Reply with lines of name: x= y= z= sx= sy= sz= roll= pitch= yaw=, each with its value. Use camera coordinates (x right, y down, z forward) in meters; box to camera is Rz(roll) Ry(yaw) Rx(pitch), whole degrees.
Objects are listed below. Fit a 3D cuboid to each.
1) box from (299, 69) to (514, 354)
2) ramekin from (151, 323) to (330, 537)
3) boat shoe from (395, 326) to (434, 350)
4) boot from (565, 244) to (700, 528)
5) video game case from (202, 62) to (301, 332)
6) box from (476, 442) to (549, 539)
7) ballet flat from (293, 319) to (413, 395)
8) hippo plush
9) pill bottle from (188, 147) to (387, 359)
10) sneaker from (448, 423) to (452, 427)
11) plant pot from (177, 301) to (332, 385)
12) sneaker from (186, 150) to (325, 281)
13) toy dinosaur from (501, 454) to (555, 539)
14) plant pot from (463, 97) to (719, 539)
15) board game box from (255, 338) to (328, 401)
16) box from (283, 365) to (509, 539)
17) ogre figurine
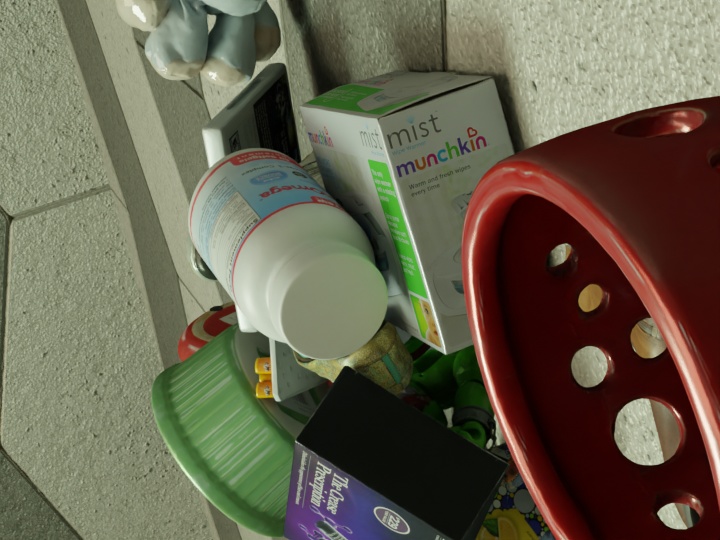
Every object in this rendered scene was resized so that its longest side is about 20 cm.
box: x=0.048 y=-0.052 z=1.109 sx=0.200 sy=0.096 sz=0.177 roll=-152 pitch=42 yaw=-70
ramekin: x=-0.095 y=0.146 z=1.429 sx=0.200 sy=0.098 sz=0.200 roll=44 pitch=-163 yaw=-17
boat shoe: x=0.027 y=0.050 z=1.378 sx=0.200 sy=0.070 sz=0.066 roll=51 pitch=176 yaw=43
boot: x=0.162 y=0.045 z=0.873 sx=0.200 sy=0.068 sz=0.189 roll=-146 pitch=39 yaw=-67
video game case: x=-0.092 y=-0.071 z=1.400 sx=0.182 sy=0.023 sz=0.200 roll=-58 pitch=-37 yaw=-59
box: x=0.129 y=0.248 z=1.238 sx=0.064 sy=0.070 sz=0.200 roll=126 pitch=124 yaw=-73
ballet flat: x=-0.006 y=0.068 z=1.187 sx=0.200 sy=0.071 sz=0.071 roll=-173 pitch=64 yaw=-75
hippo plush: x=-0.105 y=-0.266 z=1.355 sx=0.159 sy=0.200 sz=0.161 roll=43 pitch=149 yaw=-21
pill bottle: x=-0.054 y=-0.012 z=1.127 sx=0.200 sy=0.109 sz=0.109 roll=-134 pitch=28 yaw=-57
sneaker: x=0.051 y=0.188 z=1.405 sx=0.200 sy=0.073 sz=0.115 roll=-1 pitch=105 yaw=49
plant pot: x=-0.115 y=0.138 z=1.727 sx=0.200 sy=0.200 sz=0.183 roll=-141 pitch=37 yaw=-63
sneaker: x=-0.054 y=-0.051 z=1.264 sx=0.088 sy=0.200 sz=0.076 roll=35 pitch=153 yaw=58
toy dinosaur: x=0.149 y=0.225 z=1.124 sx=0.200 sy=0.105 sz=0.182 roll=75 pitch=-169 yaw=-68
plant pot: x=0.163 y=0.025 z=0.588 sx=0.200 sy=0.182 sz=0.201 roll=161 pitch=90 yaw=-76
board game box: x=-0.059 y=0.010 z=1.410 sx=0.200 sy=0.026 sz=0.201 roll=-14 pitch=-80 yaw=-72
box: x=0.021 y=0.176 z=1.136 sx=0.141 sy=0.079 sz=0.200 roll=28 pitch=152 yaw=11
ogre figurine: x=0.054 y=0.112 z=1.211 sx=0.098 sy=0.120 sz=0.200 roll=34 pitch=155 yaw=-1
